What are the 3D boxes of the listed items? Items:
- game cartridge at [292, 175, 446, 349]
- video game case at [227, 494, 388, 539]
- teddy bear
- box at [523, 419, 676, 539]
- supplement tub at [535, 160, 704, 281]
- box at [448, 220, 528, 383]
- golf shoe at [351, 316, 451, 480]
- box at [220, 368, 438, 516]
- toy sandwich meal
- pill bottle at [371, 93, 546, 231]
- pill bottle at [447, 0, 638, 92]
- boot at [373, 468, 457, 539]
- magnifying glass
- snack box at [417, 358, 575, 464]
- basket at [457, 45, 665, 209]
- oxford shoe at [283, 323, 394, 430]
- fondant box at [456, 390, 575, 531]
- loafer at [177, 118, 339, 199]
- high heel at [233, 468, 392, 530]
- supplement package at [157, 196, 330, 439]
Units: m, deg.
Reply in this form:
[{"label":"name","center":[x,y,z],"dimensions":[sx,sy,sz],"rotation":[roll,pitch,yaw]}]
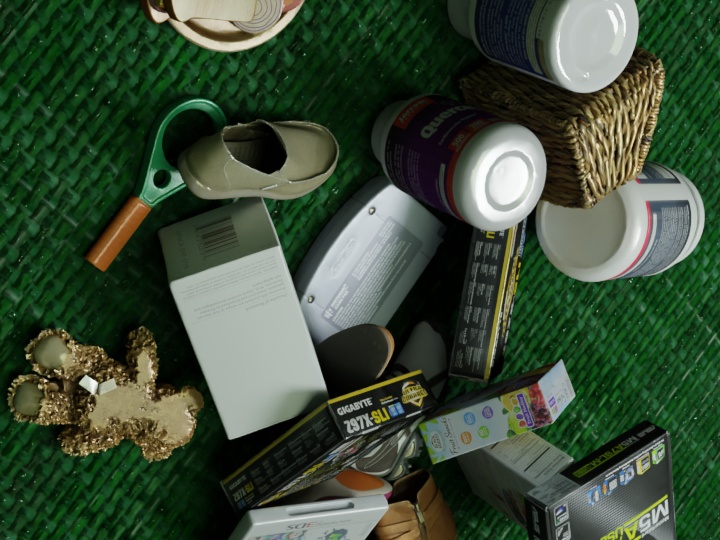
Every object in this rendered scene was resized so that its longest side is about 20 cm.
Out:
[{"label":"game cartridge","center":[0.000,0.000,1.631],"dimensions":[0.133,0.040,0.201],"rotation":[38,85,-43]},{"label":"video game case","center":[-0.085,0.325,1.658],"dimensions":[0.181,0.024,0.200],"rotation":[-1,140,-35]},{"label":"teddy bear","center":[-0.260,0.124,1.489],"dimensions":[0.199,0.067,0.146],"rotation":[3,98,-29]},{"label":"box","center":[0.280,0.299,1.692],"dimensions":[0.199,0.047,0.195],"rotation":[-25,119,-28]},{"label":"supplement tub","center":[0.310,-0.061,1.733],"dimensions":[0.199,0.140,0.141],"rotation":[-4,113,-53]},{"label":"box","center":[0.147,0.019,1.650],"dimensions":[0.160,0.049,0.202],"rotation":[1,99,-81]},{"label":"golf shoe","center":[0.040,0.148,1.696],"dimensions":[0.094,0.078,0.201],"rotation":[11,101,-38]},{"label":"box","center":[-0.033,0.185,1.578],"dimensions":[0.159,0.050,0.200],"rotation":[-12,159,-48]},{"label":"toy sandwich meal","center":[-0.116,-0.298,1.398],"dimensions":[0.204,0.070,0.207],"rotation":[-14,117,-30]},{"label":"pill bottle","center":[0.096,-0.120,1.539],"dimensions":[0.112,0.200,0.113],"rotation":[-13,115,-30]},{"label":"pill bottle","center":[0.184,-0.267,1.540],"dimensions":[0.119,0.200,0.121],"rotation":[-15,118,-30]},{"label":"boot","center":[0.035,0.346,1.782],"dimensions":[0.200,0.073,0.156],"rotation":[-40,129,-30]},{"label":"magnifying glass","center":[-0.205,-0.086,1.459],"dimensions":[0.080,0.022,0.201],"rotation":[40,82,-40]},{"label":"snack box","center":[0.156,0.155,1.637],"dimensions":[0.141,0.200,0.053],"rotation":[-22,87,15]},{"label":"basket","center":[0.232,-0.168,1.616],"dimensions":[0.149,0.200,0.143],"rotation":[-37,129,-19]},{"label":"oxford shoe","center":[-0.015,0.111,1.605],"dimensions":[0.071,0.072,0.200],"rotation":[-19,162,-42]},{"label":"fondant box","center":[0.192,0.248,1.766],"dimensions":[0.058,0.200,0.145],"rotation":[-38,127,-16]},{"label":"loafer","center":[-0.089,-0.114,1.468],"dimensions":[0.199,0.068,0.076],"rotation":[-16,78,-45]},{"label":"high heel","center":[-0.055,0.287,1.697],"dimensions":[0.199,0.067,0.097],"rotation":[-4,120,-38]},{"label":"supplement package","center":[-0.118,0.048,1.495],"dimensions":[0.116,0.117,0.201],"rotation":[-19,121,-4]}]
